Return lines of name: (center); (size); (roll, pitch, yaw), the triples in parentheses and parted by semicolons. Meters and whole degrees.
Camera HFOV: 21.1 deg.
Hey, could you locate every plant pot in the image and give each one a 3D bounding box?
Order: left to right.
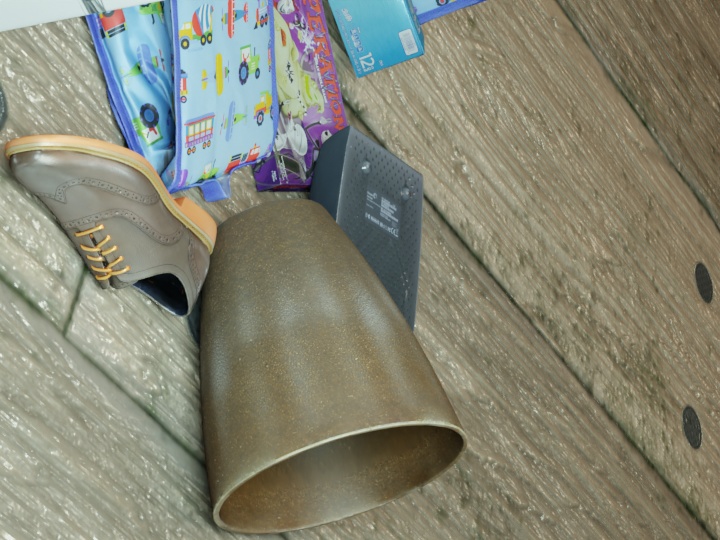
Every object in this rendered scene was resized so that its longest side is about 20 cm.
plant pot: (-0.041, 0.058, 1.375); (0.186, 0.186, 0.202); (16, 51, -54)

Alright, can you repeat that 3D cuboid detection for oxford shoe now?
oxford shoe: (-0.165, -0.031, 1.297); (0.200, 0.071, 0.074); (33, 54, -48)

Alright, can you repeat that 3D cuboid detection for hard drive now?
hard drive: (0.000, 0.000, 1.541); (0.135, 0.042, 0.202); (29, 61, -54)

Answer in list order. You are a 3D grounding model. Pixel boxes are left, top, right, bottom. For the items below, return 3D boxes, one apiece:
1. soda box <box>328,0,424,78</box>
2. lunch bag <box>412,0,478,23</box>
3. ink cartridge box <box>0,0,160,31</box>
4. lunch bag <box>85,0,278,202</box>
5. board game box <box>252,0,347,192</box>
soda box: (-0.007, -0.271, 1.621); (0.068, 0.064, 0.202); (-82, 153, -71)
lunch bag: (0.091, -0.309, 1.678); (0.094, 0.198, 0.152); (-30, 101, -58)
ink cartridge box: (-0.157, -0.246, 1.271); (0.146, 0.198, 0.084); (-74, 147, -41)
lunch bag: (-0.119, -0.151, 1.417); (0.150, 0.093, 0.202); (-30, 111, -60)
board game box: (-0.061, -0.163, 1.558); (0.120, 0.032, 0.202); (-3, 79, -62)
